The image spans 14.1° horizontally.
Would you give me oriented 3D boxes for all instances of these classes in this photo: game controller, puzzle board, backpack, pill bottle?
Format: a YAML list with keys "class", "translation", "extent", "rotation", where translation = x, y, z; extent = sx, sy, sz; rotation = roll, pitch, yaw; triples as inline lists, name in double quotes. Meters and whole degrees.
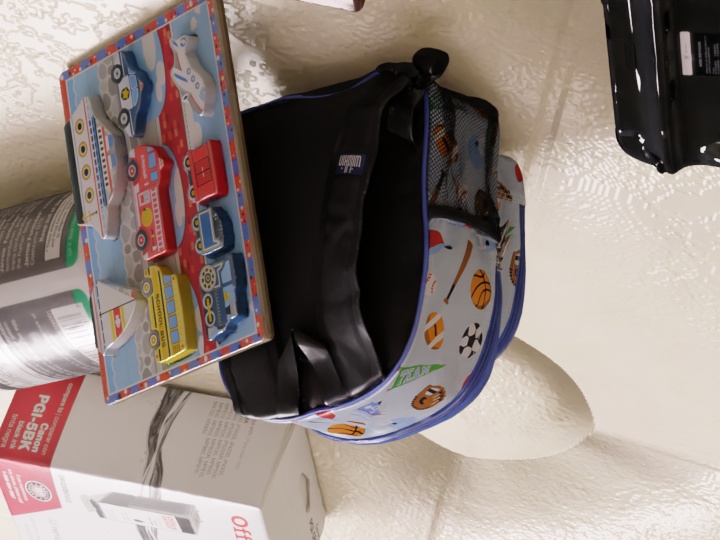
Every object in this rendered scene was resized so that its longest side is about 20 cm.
- class: "game controller"
  translation: [0.178, -0.119, 1.506]
  extent: [0.104, 0.042, 0.200]
  rotation: [-3, 143, 7]
- class: "puzzle board"
  translation: [-0.114, -0.039, 1.631]
  extent: [0.017, 0.201, 0.150]
  rotation: [3, 162, -42]
- class: "backpack"
  translation: [0.000, 0.000, 1.619]
  extent: [0.200, 0.191, 0.154]
  rotation: [-17, 149, 42]
- class: "pill bottle"
  translation: [-0.195, 0.013, 1.802]
  extent: [0.199, 0.113, 0.113]
  rotation: [-12, 136, 39]

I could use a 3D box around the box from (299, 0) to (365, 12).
- class: "box"
  translation: [-0.082, -0.203, 1.451]
  extent: [0.199, 0.100, 0.075]
  rotation: [12, 146, 10]

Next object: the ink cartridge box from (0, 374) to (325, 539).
- class: "ink cartridge box"
  translation: [-0.137, 0.151, 1.996]
  extent: [0.199, 0.083, 0.147]
  rotation: [9, 144, 16]
